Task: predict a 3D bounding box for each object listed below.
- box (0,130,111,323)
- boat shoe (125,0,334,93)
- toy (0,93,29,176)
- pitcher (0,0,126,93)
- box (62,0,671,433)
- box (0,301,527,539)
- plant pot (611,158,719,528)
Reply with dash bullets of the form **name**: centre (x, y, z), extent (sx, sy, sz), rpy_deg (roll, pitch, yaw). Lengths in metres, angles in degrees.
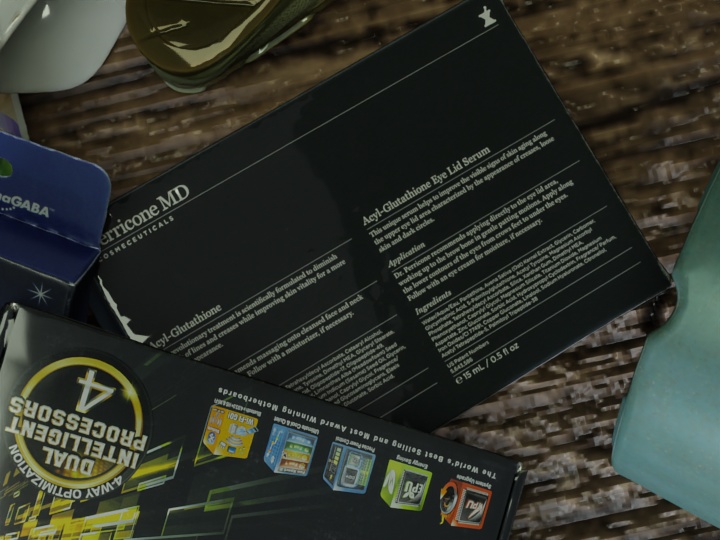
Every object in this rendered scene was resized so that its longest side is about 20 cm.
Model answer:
- **box**: centre (-0.168, 0.032, 0.754), extent (0.120, 0.032, 0.202), rpy_deg (19, 123, 7)
- **boat shoe**: centre (-0.013, -0.152, 0.831), extent (0.201, 0.063, 0.073), rpy_deg (-44, 80, -3)
- **toy**: centre (-0.231, -0.008, 0.830), extent (0.198, 0.047, 0.116), rpy_deg (-22, 59, 3)
- **pitcher**: centre (-0.200, -0.149, 0.789), extent (0.200, 0.172, 0.122), rpy_deg (40, 115, 4)
- **box**: centre (0.000, 0.000, 0.785), extent (0.199, 0.079, 0.142), rpy_deg (-30, 88, -12)
- **box**: centre (-0.056, 0.116, 0.695), extent (0.198, 0.049, 0.163), rpy_deg (19, 85, -13)
- **plant pot**: centre (0.210, 0.044, 0.738), extent (0.195, 0.200, 0.202), rpy_deg (23, 91, 14)
